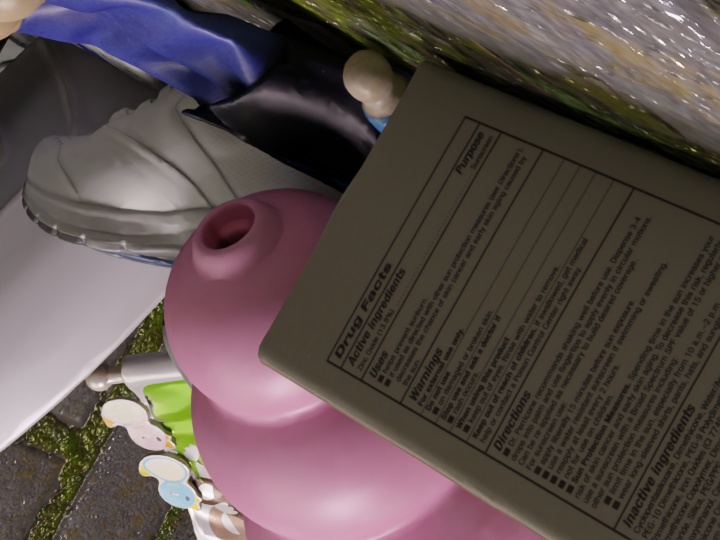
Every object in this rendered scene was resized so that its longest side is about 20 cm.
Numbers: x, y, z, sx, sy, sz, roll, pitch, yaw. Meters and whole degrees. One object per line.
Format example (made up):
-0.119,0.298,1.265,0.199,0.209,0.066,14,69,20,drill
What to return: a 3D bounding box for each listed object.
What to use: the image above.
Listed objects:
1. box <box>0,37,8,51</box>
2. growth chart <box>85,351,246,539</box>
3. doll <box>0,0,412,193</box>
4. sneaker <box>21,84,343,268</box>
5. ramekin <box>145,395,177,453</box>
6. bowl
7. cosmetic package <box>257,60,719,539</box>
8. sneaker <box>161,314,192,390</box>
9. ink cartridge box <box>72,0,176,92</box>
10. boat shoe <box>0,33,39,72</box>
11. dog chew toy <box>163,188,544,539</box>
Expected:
-0.275,-0.105,0.955,0.192,0.201,0.047,30,177,-21,box
-0.035,0.099,0.993,0.143,0.018,0.201,-13,132,22,growth chart
-0.030,-0.059,0.699,0.199,0.049,0.136,25,170,-16,doll
-0.064,-0.041,0.838,0.199,0.088,0.074,10,-179,45,sneaker
-0.027,0.043,1.106,0.105,0.201,0.200,39,176,-8,ramekin
-0.163,-0.026,1.000,0.075,0.200,0.200,40,-168,-30,bowl
0.074,0.027,0.554,0.071,0.106,0.199,32,179,-44,cosmetic package
-0.015,0.057,0.885,0.079,0.074,0.200,23,165,34,sneaker
-0.156,-0.134,0.869,0.199,0.037,0.095,28,178,14,ink cartridge box
-0.204,-0.129,1.139,0.072,0.069,0.200,31,178,-25,boat shoe
-0.002,0.050,0.729,0.124,0.125,0.201,28,158,45,dog chew toy
